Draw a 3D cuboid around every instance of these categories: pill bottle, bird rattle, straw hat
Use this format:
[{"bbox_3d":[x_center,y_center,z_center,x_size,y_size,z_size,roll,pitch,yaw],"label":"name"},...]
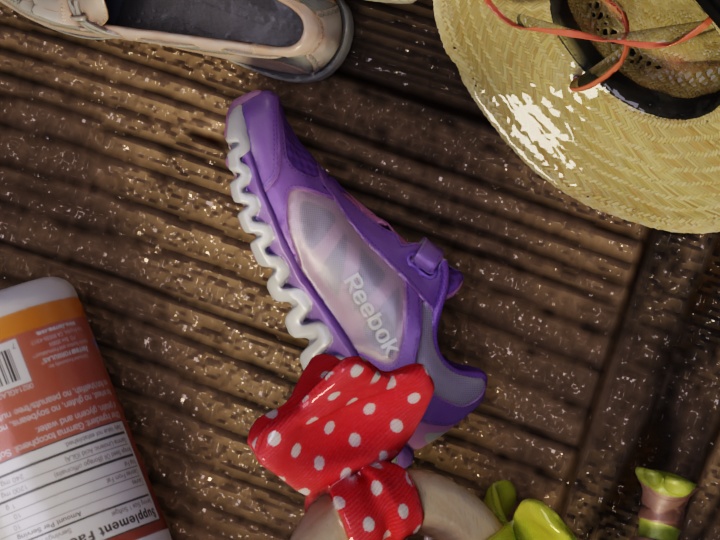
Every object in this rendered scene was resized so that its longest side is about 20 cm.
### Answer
[{"bbox_3d":[-0.157,0.114,1.372,0.112,0.112,0.201,-22,86,11],"label":"pill bottle"},{"bbox_3d":[0.023,0.135,1.270,0.112,0.200,0.163,-2,59,47],"label":"bird rattle"},{"bbox_3d":[0.138,-0.120,1.321,0.201,0.201,0.085,27,52,10],"label":"straw hat"}]

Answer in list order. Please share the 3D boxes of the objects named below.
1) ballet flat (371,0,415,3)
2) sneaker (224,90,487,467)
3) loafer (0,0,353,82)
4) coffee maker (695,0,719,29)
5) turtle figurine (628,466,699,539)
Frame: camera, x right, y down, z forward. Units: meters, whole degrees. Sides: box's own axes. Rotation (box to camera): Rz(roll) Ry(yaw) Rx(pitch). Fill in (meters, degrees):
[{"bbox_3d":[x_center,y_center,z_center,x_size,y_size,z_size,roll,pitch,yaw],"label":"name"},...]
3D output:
[{"bbox_3d":[-0.051,-0.173,1.361,0.200,0.068,0.062,33,55,22],"label":"ballet flat"},{"bbox_3d":[0.000,0.000,1.361,0.088,0.080,0.201,-25,91,6],"label":"sneaker"},{"bbox_3d":[-0.102,-0.141,1.384,0.199,0.063,0.072,16,94,11],"label":"loafer"},{"bbox_3d":[0.148,-0.179,1.181,0.192,0.135,0.200,-18,47,-21],"label":"coffee maker"},{"bbox_3d":[0.147,0.184,1.329,0.200,0.064,0.162,23,89,43],"label":"turtle figurine"}]
